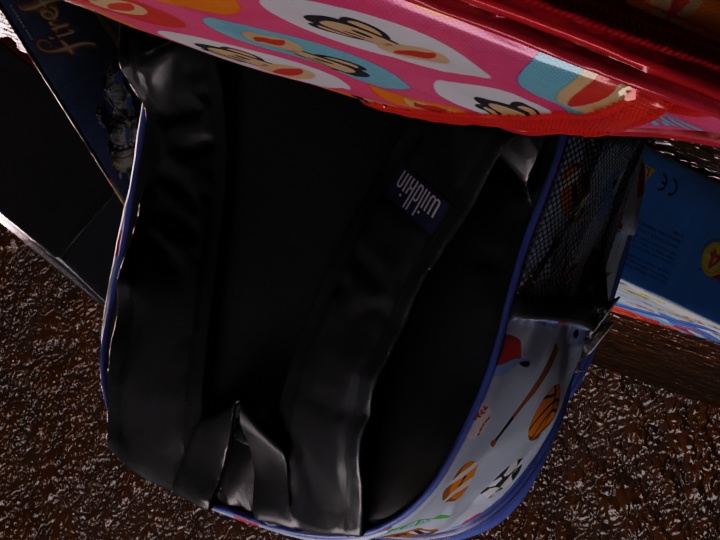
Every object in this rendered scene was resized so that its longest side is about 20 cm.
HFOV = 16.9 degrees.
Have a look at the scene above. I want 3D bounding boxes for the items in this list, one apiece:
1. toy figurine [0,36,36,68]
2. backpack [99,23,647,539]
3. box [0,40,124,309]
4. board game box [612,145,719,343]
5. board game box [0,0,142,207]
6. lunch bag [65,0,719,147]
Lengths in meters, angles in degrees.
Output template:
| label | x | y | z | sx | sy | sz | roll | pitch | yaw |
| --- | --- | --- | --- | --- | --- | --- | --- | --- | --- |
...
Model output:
| label | x | y | z | sx | sy | sz | roll | pitch | yaw |
| --- | --- | --- | --- | --- | --- | --- | --- | --- | --- |
| toy figurine | -0.177 | -0.087 | 1.530 | 0.184 | 0.150 | 0.200 | 7 | 149 | 13 |
| backpack | 0.000 | 0.000 | 0.852 | 0.200 | 0.191 | 0.154 | 18 | 176 | 35 |
| box | -0.195 | -0.070 | 1.363 | 0.200 | 0.079 | 0.141 | 38 | 176 | 19 |
| board game box | 0.082 | -0.029 | 1.076 | 0.200 | 0.056 | 0.196 | 23 | 176 | -38 |
| board game box | -0.076 | -0.042 | 1.033 | 0.200 | 0.035 | 0.135 | 56 | -174 | 25 |
| lunch bag | 0.014 | -0.076 | 0.504 | 0.176 | 0.082 | 0.200 | 18 | 180 | -16 |
